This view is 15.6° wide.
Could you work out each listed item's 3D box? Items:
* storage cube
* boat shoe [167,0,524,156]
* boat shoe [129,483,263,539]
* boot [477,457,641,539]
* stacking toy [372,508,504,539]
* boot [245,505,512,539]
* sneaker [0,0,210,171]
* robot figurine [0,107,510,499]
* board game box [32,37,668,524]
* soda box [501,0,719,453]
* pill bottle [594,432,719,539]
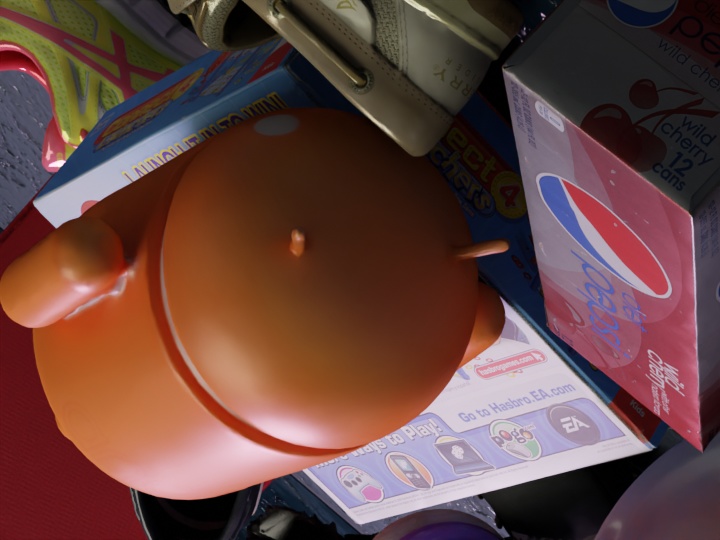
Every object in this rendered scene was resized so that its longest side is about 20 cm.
[{"bbox_3d":[-0.114,0.053,1.309,0.200,0.180,0.171,42,-167,-1],"label":"storage cube"},{"bbox_3d":[-0.040,-0.105,0.854,0.200,0.065,0.072,34,-177,27],"label":"boat shoe"},{"bbox_3d":[-0.069,0.044,1.149,0.074,0.062,0.201,10,123,7],"label":"boat shoe"},{"bbox_3d":[0.045,0.058,1.199,0.200,0.073,0.151,21,156,48],"label":"boot"},{"bbox_3d":[0.056,0.164,1.146,0.085,0.085,0.200,45,175,-14],"label":"stacking toy"},{"bbox_3d":[0.021,0.170,1.424,0.167,0.077,0.200,5,176,11],"label":"boot"},{"bbox_3d":[-0.096,-0.066,1.160,0.200,0.090,0.078,39,167,9],"label":"sneaker"},{"bbox_3d":[-0.035,0.012,0.889,0.144,0.117,0.200,46,148,-13],"label":"robot figurine"},{"bbox_3d":[0.000,0.000,1.001,0.196,0.056,0.200,46,147,-16],"label":"board game box"},{"bbox_3d":[0.093,-0.019,0.762,0.070,0.063,0.200,39,169,19],"label":"soda box"},{"bbox_3d":[0.183,0.156,0.984,0.200,0.111,0.111,47,168,-21],"label":"pill bottle"}]
